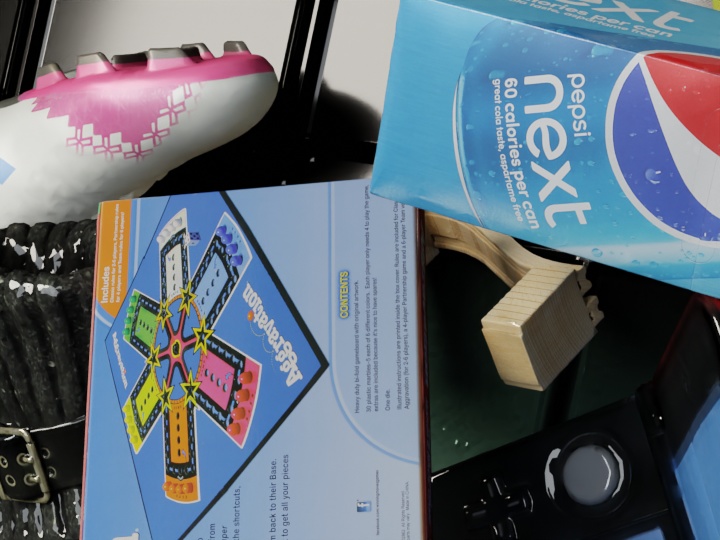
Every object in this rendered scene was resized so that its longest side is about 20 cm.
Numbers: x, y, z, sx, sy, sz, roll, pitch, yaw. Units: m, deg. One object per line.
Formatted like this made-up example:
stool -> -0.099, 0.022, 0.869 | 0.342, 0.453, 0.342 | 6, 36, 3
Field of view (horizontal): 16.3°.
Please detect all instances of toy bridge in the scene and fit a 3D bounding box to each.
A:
toy bridge -> 0.000, 0.000, 0.840 | 0.200, 0.027, 0.067 | 6, 40, 45

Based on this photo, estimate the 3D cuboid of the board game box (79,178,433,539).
board game box -> -0.030, 0.063, 0.739 | 0.103, 0.019, 0.200 | -4, 58, 6

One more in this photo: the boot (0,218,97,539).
boot -> -0.063, 0.068, 0.823 | 0.211, 0.079, 0.158 | 9, 104, 35

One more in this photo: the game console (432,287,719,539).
game console -> 0.077, 0.130, 0.743 | 0.172, 0.119, 0.200 | -23, 71, 24

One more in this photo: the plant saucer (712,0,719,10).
plant saucer -> 0.188, -0.125, 0.745 | 0.200, 0.048, 0.200 | -12, 65, 28

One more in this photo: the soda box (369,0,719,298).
soda box -> 0.109, -0.031, 0.704 | 0.200, 0.068, 0.064 | 17, 112, 21

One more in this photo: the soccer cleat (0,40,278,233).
soccer cleat -> -0.111, -0.031, 0.915 | 0.200, 0.070, 0.086 | -9, 93, 30
